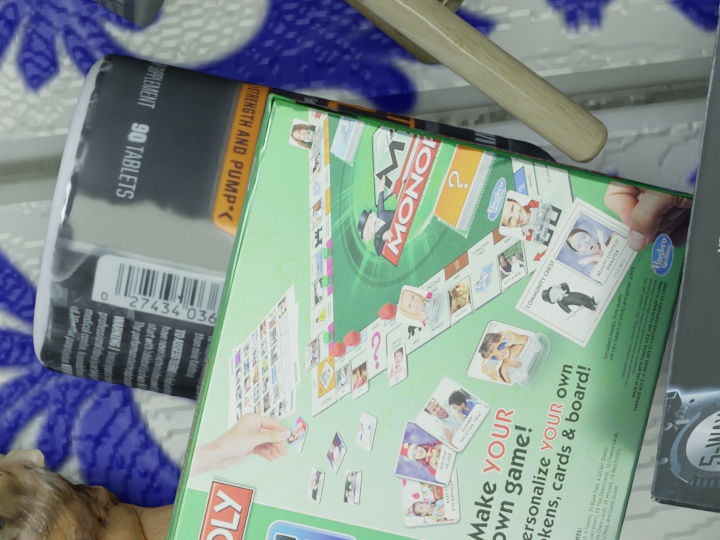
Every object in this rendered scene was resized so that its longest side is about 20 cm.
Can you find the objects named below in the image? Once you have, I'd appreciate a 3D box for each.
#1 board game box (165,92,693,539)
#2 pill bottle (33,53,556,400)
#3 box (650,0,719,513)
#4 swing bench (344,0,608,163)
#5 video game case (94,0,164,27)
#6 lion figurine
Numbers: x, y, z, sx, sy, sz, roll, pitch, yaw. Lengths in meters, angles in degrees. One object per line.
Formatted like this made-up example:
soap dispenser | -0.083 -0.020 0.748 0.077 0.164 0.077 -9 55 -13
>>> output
board game box | 0.014 0.059 0.788 0.134 0.029 0.202 13 94 -4
pill bottle | 0.000 0.000 0.852 0.198 0.106 0.107 12 94 -2
box | 0.129 -0.017 0.803 0.043 0.200 0.162 8 95 11
swing bench | 0.033 -0.179 0.791 0.200 0.130 0.199 35 93 -30
video game case | -0.137 -0.141 0.791 0.181 0.200 0.023 31 85 -3
lion figurine | -0.043 0.093 0.866 0.198 0.123 0.073 -13 131 -7
